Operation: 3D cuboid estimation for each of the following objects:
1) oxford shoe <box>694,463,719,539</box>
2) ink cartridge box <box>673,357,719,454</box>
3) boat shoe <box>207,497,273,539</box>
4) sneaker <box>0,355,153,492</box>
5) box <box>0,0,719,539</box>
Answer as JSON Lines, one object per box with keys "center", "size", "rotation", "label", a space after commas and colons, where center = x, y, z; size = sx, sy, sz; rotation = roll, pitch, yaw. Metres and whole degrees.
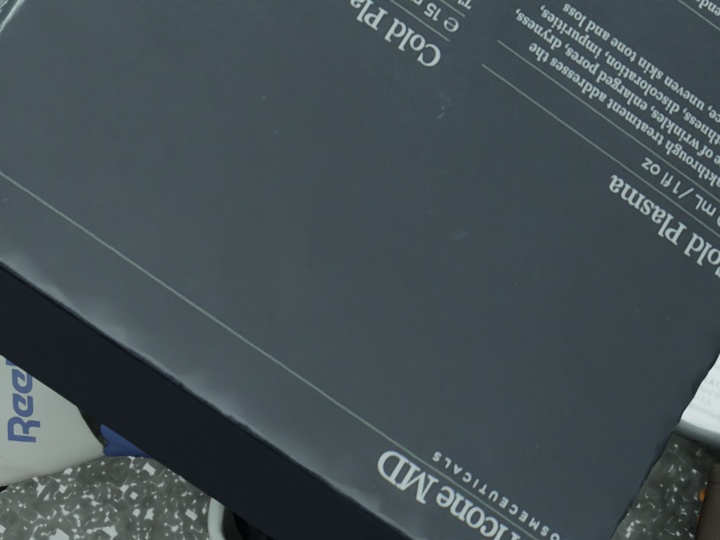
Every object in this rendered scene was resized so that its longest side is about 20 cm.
{"center": [0.128, 0.097, 0.914], "size": [0.200, 0.071, 0.073], "rotation": [-50, 65, 28], "label": "oxford shoe"}
{"center": [0.149, -0.036, 0.944], "size": [0.162, 0.057, 0.200], "rotation": [24, 86, -5], "label": "ink cartridge box"}
{"center": [0.025, 0.010, 0.863], "size": [0.072, 0.066, 0.200], "rotation": [45, 96, 9], "label": "boat shoe"}
{"center": [-0.126, -0.019, 0.889], "size": [0.115, 0.081, 0.200], "rotation": [-22, 82, 12], "label": "sneaker"}
{"center": [0.001, -0.031, 0.771], "size": [0.200, 0.104, 0.182], "rotation": [35, 74, -9], "label": "box"}
